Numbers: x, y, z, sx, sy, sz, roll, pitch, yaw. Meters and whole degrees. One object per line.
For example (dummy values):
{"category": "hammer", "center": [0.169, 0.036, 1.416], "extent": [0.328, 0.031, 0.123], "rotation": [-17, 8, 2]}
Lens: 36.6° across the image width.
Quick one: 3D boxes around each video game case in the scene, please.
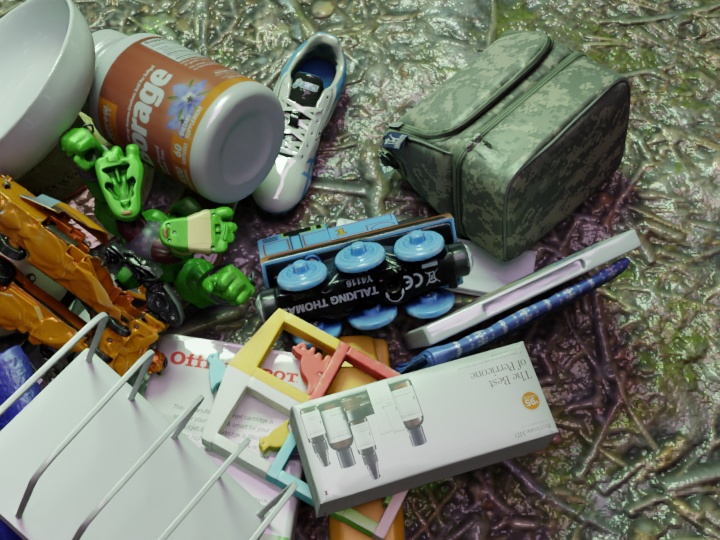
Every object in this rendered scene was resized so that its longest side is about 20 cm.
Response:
{"category": "video game case", "center": [0.137, 0.020, 0.966], "extent": [0.198, 0.143, 0.018], "rotation": [-24, 87, -7]}

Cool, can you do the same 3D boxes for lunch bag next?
{"category": "lunch bag", "center": [0.138, -0.131, 1.052], "extent": [0.200, 0.140, 0.167], "rotation": [-41, 56, -18]}

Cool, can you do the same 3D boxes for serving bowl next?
{"category": "serving bowl", "center": [-0.303, -0.146, 0.964], "extent": [0.199, 0.066, 0.202], "rotation": [-24, 45, 26]}

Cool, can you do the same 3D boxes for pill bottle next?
{"category": "pill bottle", "center": [-0.175, -0.148, 0.995], "extent": [0.199, 0.113, 0.112], "rotation": [28, 67, 29]}

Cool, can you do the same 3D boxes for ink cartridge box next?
{"category": "ink cartridge box", "center": [-0.119, 0.170, 0.930], "extent": [0.144, 0.084, 0.202], "rotation": [9, 66, 2]}

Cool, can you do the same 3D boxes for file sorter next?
{"category": "file sorter", "center": [-0.166, 0.150, 0.788], "extent": [0.200, 0.125, 0.139], "rotation": [41, 56, 2]}

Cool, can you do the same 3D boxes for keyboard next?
{"category": "keyboard", "center": [0.070, -0.010, 1.060], "extent": [0.198, 0.011, 0.057], "rotation": [10, 61, 3]}

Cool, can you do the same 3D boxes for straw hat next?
{"category": "straw hat", "center": [-0.302, -0.111, 1.054], "extent": [0.199, 0.085, 0.203], "rotation": [0, 65, -1]}

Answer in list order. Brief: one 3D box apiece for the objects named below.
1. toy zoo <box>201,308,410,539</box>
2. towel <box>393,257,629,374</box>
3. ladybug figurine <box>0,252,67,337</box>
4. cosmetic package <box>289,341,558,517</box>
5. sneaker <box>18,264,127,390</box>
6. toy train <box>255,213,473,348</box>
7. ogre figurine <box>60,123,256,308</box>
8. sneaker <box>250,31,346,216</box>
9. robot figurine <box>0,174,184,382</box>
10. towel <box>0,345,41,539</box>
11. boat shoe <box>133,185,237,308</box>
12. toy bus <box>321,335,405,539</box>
{"category": "toy zoo", "center": [-0.040, 0.118, 0.899], "extent": [0.199, 0.021, 0.132], "rotation": [28, 66, 7]}
{"category": "towel", "center": [0.128, 0.045, 0.961], "extent": [0.198, 0.145, 0.024], "rotation": [-25, 83, -14]}
{"category": "ladybug figurine", "center": [-0.355, -0.008, 0.988], "extent": [0.198, 0.072, 0.137], "rotation": [-3, 71, 19]}
{"category": "cosmetic package", "center": [0.049, 0.125, 0.867], "extent": [0.198, 0.051, 0.083], "rotation": [-15, 69, -13]}
{"category": "sneaker", "center": [-0.273, 0.072, 0.981], "extent": [0.090, 0.067, 0.202], "rotation": [16, 68, 3]}
{"category": "toy train", "center": [0.000, 0.000, 0.988], "extent": [0.198, 0.087, 0.115], "rotation": [-15, 28, -3]}
{"category": "ogre figurine", "center": [-0.178, -0.034, 0.948], "extent": [0.198, 0.120, 0.099], "rotation": [23, 69, -4]}
{"category": "sneaker", "center": [-0.065, -0.150, 1.086], "extent": [0.071, 0.073, 0.202], "rotation": [15, 67, 4]}
{"category": "robot figurine", "center": [-0.240, 0.018, 0.903], "extent": [0.199, 0.058, 0.145], "rotation": [37, 109, -7]}
{"category": "towel", "center": [-0.278, 0.180, 0.883], "extent": [0.049, 0.148, 0.201], "rotation": [-16, 71, -44]}
{"category": "boat shoe", "center": [-0.159, -0.043, 1.049], "extent": [0.073, 0.063, 0.202], "rotation": [20, 73, -4]}
{"category": "toy bus", "center": [0.000, 0.151, 0.944], "extent": [0.064, 0.078, 0.202], "rotation": [-2, 65, -2]}
